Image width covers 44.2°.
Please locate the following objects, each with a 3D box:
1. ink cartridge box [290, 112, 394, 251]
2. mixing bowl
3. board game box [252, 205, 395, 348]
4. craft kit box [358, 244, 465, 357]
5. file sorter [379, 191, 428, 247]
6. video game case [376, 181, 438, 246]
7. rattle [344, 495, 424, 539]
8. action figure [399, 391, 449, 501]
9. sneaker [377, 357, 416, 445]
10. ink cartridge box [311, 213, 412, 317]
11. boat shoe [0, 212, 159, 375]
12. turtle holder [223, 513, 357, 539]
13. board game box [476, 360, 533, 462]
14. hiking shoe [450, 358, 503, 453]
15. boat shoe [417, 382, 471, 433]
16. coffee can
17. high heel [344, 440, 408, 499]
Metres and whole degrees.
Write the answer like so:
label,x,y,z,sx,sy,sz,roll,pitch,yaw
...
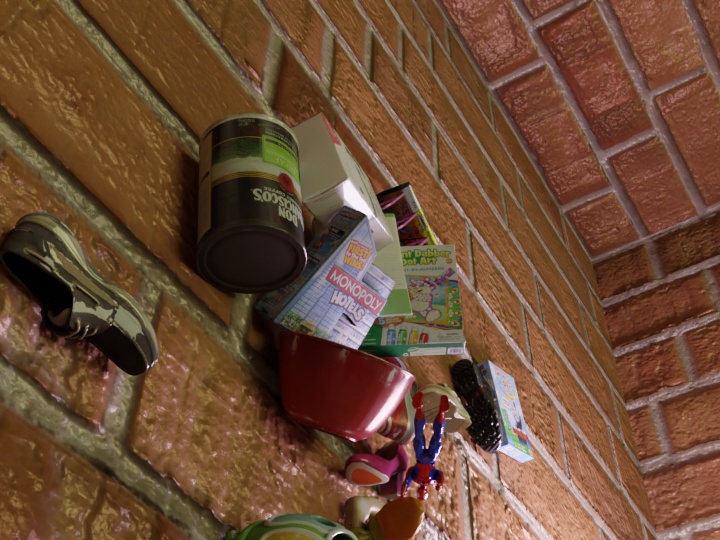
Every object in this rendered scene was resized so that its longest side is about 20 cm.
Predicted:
label,x,y,z,sx,sy,sz,roll,pitch,yaw
ink cartridge box,-0.035,-0.125,1.387,0.200,0.084,0.147,52,14,-56
mixing bowl,-0.034,0.167,1.210,0.200,0.198,0.110,35,71,-51
board game box,-0.027,0.020,1.306,0.199,0.201,0.061,35,-6,-42
craft kit box,0.070,0.050,1.493,0.049,0.197,0.199,88,-1,-52
file sorter,0.062,-0.027,1.642,0.202,0.124,0.139,64,24,-7
video game case,0.101,-0.082,1.778,0.182,0.025,0.200,64,-11,-5
rattle,0.074,0.382,1.272,0.200,0.143,0.131,42,13,-33
action figure,0.095,0.289,1.324,0.099,0.064,0.202,-73,167,-52
sneaker,0.020,0.183,1.416,0.115,0.079,0.200,26,19,-28
ink cartridge box,0.000,0.000,1.465,0.048,0.144,0.202,104,-19,-58
boat shoe,-0.288,0.037,0.895,0.200,0.074,0.074,50,36,-15
turtle holder,-0.079,0.329,0.983,0.186,0.131,0.142,48,29,-37
board game box,0.328,0.321,2.015,0.151,0.036,0.202,35,37,-51
hiking shoe,0.260,0.281,1.851,0.100,0.075,0.202,15,54,-58
boat shoe,0.150,0.246,1.653,0.200,0.073,0.064,39,27,-53
coffee can,-0.151,-0.092,1.210,0.146,0.145,0.202,41,33,-45
high heel,0.022,0.278,1.336,0.200,0.067,0.097,57,29,-59
